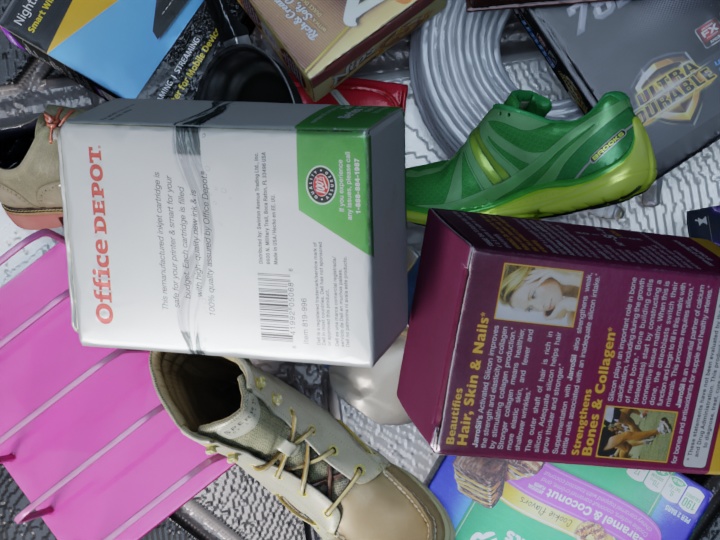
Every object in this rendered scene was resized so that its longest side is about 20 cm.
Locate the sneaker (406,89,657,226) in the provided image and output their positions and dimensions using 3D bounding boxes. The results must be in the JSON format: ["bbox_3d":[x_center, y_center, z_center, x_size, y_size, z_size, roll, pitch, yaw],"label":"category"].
[{"bbox_3d":[0.099,-0.073,1.145,0.199,0.074,0.084,-9,88,32],"label":"sneaker"}]

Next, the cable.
[{"bbox_3d":[0.132,-0.148,1.216,0.198,0.069,0.202,12,86,3],"label":"cable"}]

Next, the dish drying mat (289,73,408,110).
[{"bbox_3d":[-0.067,-0.104,1.245,0.198,0.018,0.078,4,85,2],"label":"dish drying mat"}]

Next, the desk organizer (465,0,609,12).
[{"bbox_3d":[0.163,-0.215,1.102,0.198,0.077,0.072,-5,81,1],"label":"desk organizer"}]

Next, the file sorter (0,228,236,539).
[{"bbox_3d":[-0.198,0.089,1.182,0.139,0.125,0.201,-37,85,-1],"label":"file sorter"}]

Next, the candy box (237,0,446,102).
[{"bbox_3d":[-0.045,-0.229,1.177,0.115,0.055,0.201,-36,81,-5],"label":"candy box"}]

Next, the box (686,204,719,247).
[{"bbox_3d":[0.302,0.052,1.163,0.140,0.079,0.202,-12,75,16],"label":"box"}]

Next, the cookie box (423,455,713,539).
[{"bbox_3d":[0.113,0.192,1.187,0.170,0.075,0.201,31,87,4],"label":"cookie box"}]

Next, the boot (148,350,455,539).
[{"bbox_3d":[-0.040,0.119,1.125,0.200,0.155,0.072,36,86,34],"label":"boot"}]

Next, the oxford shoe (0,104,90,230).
[{"bbox_3d":[-0.182,-0.076,1.173,0.199,0.075,0.071,-12,46,32],"label":"oxford shoe"}]

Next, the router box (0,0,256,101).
[{"bbox_3d":[-0.137,-0.212,1.230,0.148,0.051,0.201,29,81,5],"label":"router box"}]

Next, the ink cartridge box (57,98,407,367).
[{"bbox_3d":[-0.076,-0.027,1.079,0.198,0.083,0.148,4,107,17],"label":"ink cartridge box"}]

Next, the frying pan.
[{"bbox_3d":[-0.086,-0.122,1.159,0.031,0.115,0.191,-8,63,-40],"label":"frying pan"}]

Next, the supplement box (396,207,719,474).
[{"bbox_3d":[0.136,0.044,1.092,0.198,0.103,0.132,7,104,-15],"label":"supplement box"}]

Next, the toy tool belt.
[{"bbox_3d":[0.000,0.000,1.176,0.199,0.125,0.123,37,113,6],"label":"toy tool belt"}]

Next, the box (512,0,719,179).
[{"bbox_3d":[0.211,-0.188,1.161,0.199,0.050,0.199,-32,85,-4],"label":"box"}]
